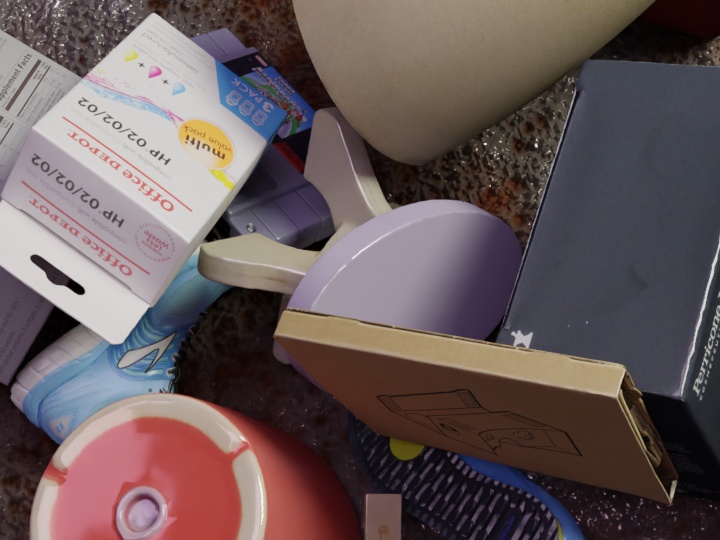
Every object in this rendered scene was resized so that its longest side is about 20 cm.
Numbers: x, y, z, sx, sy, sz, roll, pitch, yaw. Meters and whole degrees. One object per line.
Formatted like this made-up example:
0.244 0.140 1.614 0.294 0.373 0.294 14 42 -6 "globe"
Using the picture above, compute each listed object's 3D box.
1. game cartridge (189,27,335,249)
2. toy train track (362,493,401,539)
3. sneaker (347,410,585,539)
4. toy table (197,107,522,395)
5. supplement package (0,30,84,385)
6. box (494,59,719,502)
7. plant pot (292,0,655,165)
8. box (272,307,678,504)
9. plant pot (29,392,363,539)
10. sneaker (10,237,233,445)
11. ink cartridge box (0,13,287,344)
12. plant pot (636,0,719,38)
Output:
-0.088 -0.097 0.948 0.129 0.039 0.200 -28 63 -33 "game cartridge"
0.013 0.240 0.801 0.113 0.033 0.204 1 82 -7 "toy train track"
0.069 0.143 0.847 0.199 0.078 0.066 35 91 39 "sneaker"
0.000 0.000 0.855 0.117 0.198 0.186 32 109 37 "toy table"
-0.274 -0.061 0.867 0.198 0.152 0.152 30 40 -13 "supplement package"
0.185 0.012 0.782 0.116 0.200 0.199 9 70 31 "box"
0.090 -0.184 0.783 0.198 0.186 0.190 -18 63 34 "plant pot"
0.069 0.077 0.730 0.197 0.164 0.022 8 66 28 "box"
-0.105 0.169 0.798 0.197 0.178 0.204 -4 67 10 "plant pot"
-0.145 0.055 0.921 0.199 0.078 0.090 -39 86 -3 "sneaker"
-0.138 -0.062 0.803 0.114 0.068 0.201 35 41 -5 "ink cartridge box"
0.217 -0.279 0.918 0.197 0.177 0.202 19 72 17 "plant pot"
